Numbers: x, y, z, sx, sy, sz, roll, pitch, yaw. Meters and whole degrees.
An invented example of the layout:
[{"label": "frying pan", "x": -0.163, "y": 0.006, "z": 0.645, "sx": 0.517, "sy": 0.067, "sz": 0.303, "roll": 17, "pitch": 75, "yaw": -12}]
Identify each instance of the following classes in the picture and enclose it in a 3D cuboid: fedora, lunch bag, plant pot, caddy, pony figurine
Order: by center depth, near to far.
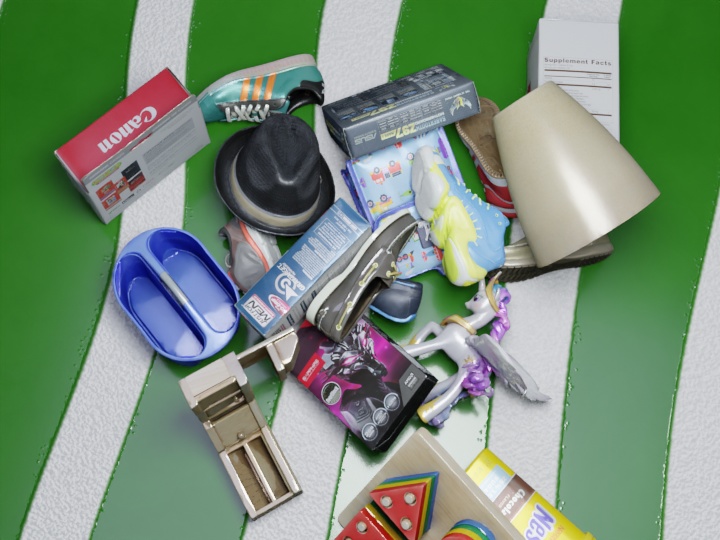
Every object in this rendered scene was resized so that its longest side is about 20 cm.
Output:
[{"label": "plant pot", "x": 0.263, "y": -0.139, "z": 1.562, "sx": 0.186, "sy": 0.187, "sz": 0.202, "roll": -31, "pitch": 92, "yaw": -9}, {"label": "pony figurine", "x": 0.151, "y": 0.120, "z": 1.611, "sx": 0.199, "sy": 0.166, "sz": 0.194, "roll": -36, "pitch": 69, "yaw": 6}, {"label": "caddy", "x": -0.251, "y": 0.037, "z": 1.636, "sx": 0.141, "sy": 0.105, "sz": 0.200, "roll": -39, "pitch": 78, "yaw": -12}, {"label": "fedora", "x": -0.111, "y": -0.149, "z": 1.663, "sx": 0.197, "sy": 0.092, "sz": 0.203, "roll": 10, "pitch": 50, "yaw": -13}, {"label": "lunch bag", "x": 0.079, "y": -0.085, "z": 1.699, "sx": 0.149, "sy": 0.094, "sz": 0.202, "roll": -23, "pitch": 88, "yaw": -7}]

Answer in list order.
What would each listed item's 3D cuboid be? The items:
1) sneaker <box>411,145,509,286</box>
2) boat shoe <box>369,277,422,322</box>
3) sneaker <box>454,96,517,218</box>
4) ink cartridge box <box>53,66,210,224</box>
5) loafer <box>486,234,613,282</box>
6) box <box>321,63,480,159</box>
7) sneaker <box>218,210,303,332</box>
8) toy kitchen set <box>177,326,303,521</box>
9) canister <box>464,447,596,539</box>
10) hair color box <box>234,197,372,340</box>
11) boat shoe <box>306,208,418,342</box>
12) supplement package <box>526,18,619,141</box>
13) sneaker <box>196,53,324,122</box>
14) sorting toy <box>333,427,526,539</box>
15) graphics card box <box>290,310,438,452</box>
[{"label": "sneaker", "x": 0.141, "y": -0.080, "z": 1.631, "sx": 0.104, "sy": 0.076, "sz": 0.203, "roll": -13, "pitch": 80, "yaw": -23}, {"label": "boat shoe", "x": 0.000, "y": 0.000, "z": 1.661, "sx": 0.198, "sy": 0.084, "sz": 0.069, "roll": 27, "pitch": 103, "yaw": 8}, {"label": "sneaker", "x": 0.194, "y": -0.159, "z": 1.726, "sx": 0.070, "sy": 0.113, "sz": 0.201, "roll": -21, "pitch": 44, "yaw": 4}, {"label": "ink cartridge box", "x": -0.318, "y": -0.181, "z": 1.662, "sx": 0.199, "sy": 0.176, "sz": 0.084, "roll": -40, "pitch": 78, "yaw": -12}, {"label": "loafer", "x": 0.259, "y": -0.033, "z": 1.686, "sx": 0.197, "sy": 0.076, "sz": 0.069, "roll": -9, "pitch": 73, "yaw": -13}, {"label": "box", "x": 0.055, "y": -0.229, "z": 1.694, "sx": 0.197, "sy": 0.158, "sz": 0.052, "roll": -21, "pitch": 112, "yaw": -7}, {"label": "sneaker", "x": -0.143, "y": 0.014, "z": 1.677, "sx": 0.081, "sy": 0.077, "sz": 0.202, "roll": -27, "pitch": 74, "yaw": 20}, {"label": "toy kitchen set", "x": -0.117, "y": 0.196, "z": 1.544, "sx": 0.162, "sy": 0.200, "sz": 0.182, "roll": -28, "pitch": 76, "yaw": -8}, {"label": "canister", "x": 0.196, "y": 0.352, "z": 1.566, "sx": 0.199, "sy": 0.087, "sz": 0.149, "roll": 40, "pitch": 78, "yaw": 11}, {"label": "hair color box", "x": -0.072, "y": 0.004, "z": 1.571, "sx": 0.060, "sy": 0.100, "sz": 0.200, "roll": 42, "pitch": 82, "yaw": 11}, {"label": "boat shoe", "x": 0.015, "y": 0.008, "z": 1.576, "sx": 0.060, "sy": 0.072, "sz": 0.202, "roll": 38, "pitch": 80, "yaw": 19}, {"label": "supplement package", "x": 0.304, "y": -0.243, "z": 1.717, "sx": 0.118, "sy": 0.121, "sz": 0.203, "roll": 3, "pitch": 74, "yaw": 0}, {"label": "sneaker", "x": -0.145, "y": -0.249, "z": 1.738, "sx": 0.197, "sy": 0.072, "sz": 0.081, "roll": -21, "pitch": 71, "yaw": -8}, {"label": "sorting toy", "x": 0.077, "y": 0.343, "z": 1.512, "sx": 0.200, "sy": 0.069, "sz": 0.199, "roll": 46, "pitch": 123, "yaw": 12}, {"label": "graphics card box", "x": -0.006, "y": 0.133, "z": 1.598, "sx": 0.200, "sy": 0.051, "sz": 0.126, "roll": 41, "pitch": 96, "yaw": 26}]
